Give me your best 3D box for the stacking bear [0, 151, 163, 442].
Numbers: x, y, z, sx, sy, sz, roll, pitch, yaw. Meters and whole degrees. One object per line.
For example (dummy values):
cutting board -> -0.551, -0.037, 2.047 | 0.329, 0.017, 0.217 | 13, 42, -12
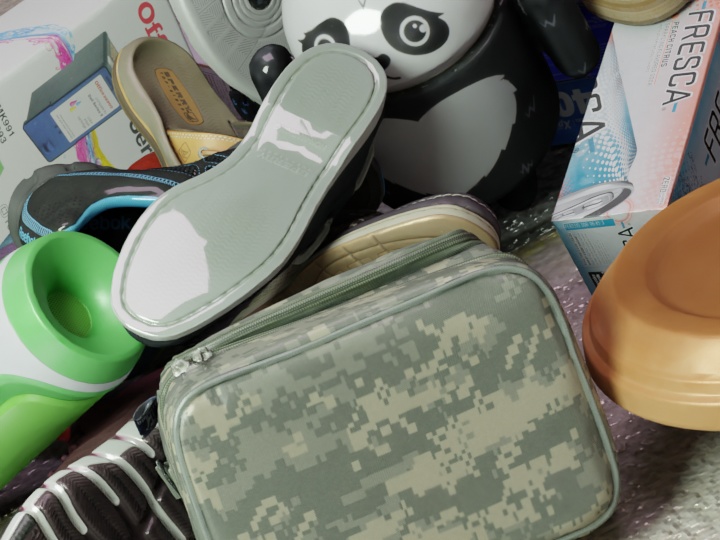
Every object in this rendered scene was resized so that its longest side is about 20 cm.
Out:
stacking bear -> -0.137, 0.003, 1.565 | 0.121, 0.114, 0.200 | -4, 28, 34

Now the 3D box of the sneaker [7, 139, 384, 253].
sneaker -> -0.079, -0.024, 1.454 | 0.198, 0.074, 0.082 | -10, 17, -13

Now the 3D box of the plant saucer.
plant saucer -> 0.192, 0.001, 1.262 | 0.199, 0.038, 0.201 | -16, 27, 8

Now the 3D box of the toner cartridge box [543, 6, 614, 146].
toner cartridge box -> 0.182, -0.122, 1.604 | 0.199, 0.043, 0.095 | -8, 31, 29

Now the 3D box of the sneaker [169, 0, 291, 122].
sneaker -> -0.064, -0.126, 1.658 | 0.112, 0.200, 0.073 | 11, 64, 56

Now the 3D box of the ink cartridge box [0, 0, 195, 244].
ink cartridge box -> -0.189, -0.076, 1.700 | 0.087, 0.146, 0.200 | 10, 41, 47

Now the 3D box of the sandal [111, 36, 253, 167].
sandal -> -0.070, -0.065, 1.566 | 0.080, 0.201, 0.054 | -4, -38, -47

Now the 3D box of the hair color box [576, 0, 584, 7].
hair color box -> 0.138, -0.188, 1.644 | 0.099, 0.061, 0.199 | -9, 0, -35

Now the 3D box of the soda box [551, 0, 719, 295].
soda box -> 0.162, -0.080, 1.469 | 0.068, 0.064, 0.201 | -6, 44, 30

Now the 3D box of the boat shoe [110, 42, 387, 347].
boat shoe -> -0.050, -0.026, 1.387 | 0.075, 0.061, 0.200 | 34, 60, 19

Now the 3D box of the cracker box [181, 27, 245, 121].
cracker box -> -0.066, -0.154, 1.846 | 0.134, 0.058, 0.200 | -36, 29, -23

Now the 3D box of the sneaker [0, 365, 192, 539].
sneaker -> -0.132, 0.116, 1.405 | 0.200, 0.076, 0.115 | -42, 17, -34

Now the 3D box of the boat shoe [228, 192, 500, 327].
boat shoe -> 0.000, 0.000, 1.428 | 0.200, 0.072, 0.065 | -34, 30, 46

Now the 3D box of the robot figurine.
robot figurine -> 0.035, -0.108, 1.513 | 0.150, 0.200, 0.125 | -44, 48, -13

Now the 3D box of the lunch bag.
lunch bag -> 0.003, 0.072, 1.294 | 0.199, 0.140, 0.168 | -22, 8, -4

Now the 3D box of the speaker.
speaker -> -0.187, 0.062, 1.409 | 0.200, 0.088, 0.089 | -41, 11, 40

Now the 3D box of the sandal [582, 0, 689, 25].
sandal -> 0.095, -0.189, 1.532 | 0.078, 0.070, 0.211 | -48, 37, -18
